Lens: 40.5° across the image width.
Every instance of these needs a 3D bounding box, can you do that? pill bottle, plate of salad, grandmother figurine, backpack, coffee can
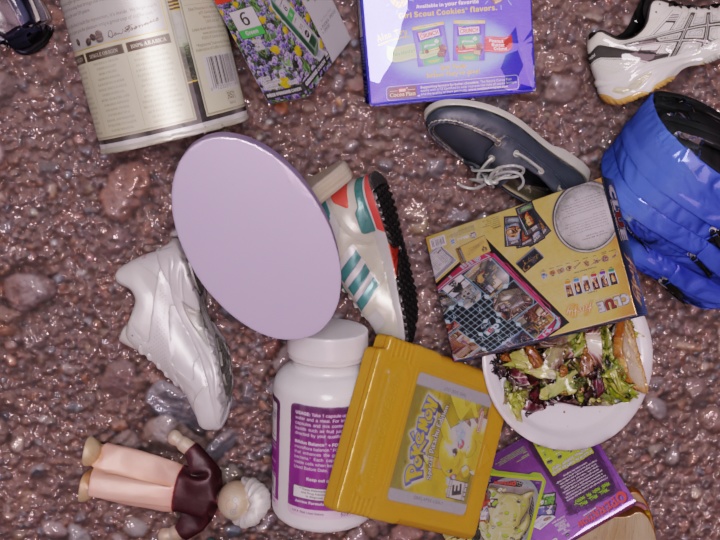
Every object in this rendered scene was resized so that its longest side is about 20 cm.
[{"bbox_3d":[-0.036,0.156,1.010,0.111,0.112,0.201,1,103,-6],"label":"pill bottle"},{"bbox_3d":[0.227,0.092,1.043,0.199,0.048,0.202,0,89,-13],"label":"plate of salad"},{"bbox_3d":[-0.192,0.232,1.025,0.199,0.061,0.122,9,109,3],"label":"grandmother figurine"},{"bbox_3d":[0.334,-0.068,0.984,0.199,0.163,0.168,32,116,-13],"label":"backpack"},{"bbox_3d":[-0.196,-0.222,0.904,0.145,0.146,0.201,-13,102,-3],"label":"coffee can"}]

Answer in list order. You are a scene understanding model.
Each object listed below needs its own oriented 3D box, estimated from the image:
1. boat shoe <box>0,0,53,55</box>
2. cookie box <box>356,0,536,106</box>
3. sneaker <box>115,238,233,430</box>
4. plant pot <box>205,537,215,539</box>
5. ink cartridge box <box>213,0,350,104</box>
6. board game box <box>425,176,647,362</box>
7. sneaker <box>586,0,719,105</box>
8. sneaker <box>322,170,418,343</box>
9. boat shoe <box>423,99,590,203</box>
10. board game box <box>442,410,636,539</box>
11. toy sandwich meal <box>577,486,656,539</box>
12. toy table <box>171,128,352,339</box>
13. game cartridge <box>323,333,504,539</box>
[{"bbox_3d":[-0.362,-0.293,0.899,0.075,0.093,0.200,-37,103,2],"label":"boat shoe"},{"bbox_3d":[0.080,-0.271,0.960,0.170,0.075,0.201,-5,102,-4],"label":"cookie box"},{"bbox_3d":[-0.194,0.073,1.006,0.099,0.078,0.201,-17,93,4],"label":"sneaker"},{"bbox_3d":[-0.134,0.388,1.013,0.188,0.200,0.200,42,94,3],"label":"plant pot"},{"bbox_3d":[-0.087,-0.268,0.896,0.050,0.109,0.201,-5,128,33],"label":"ink cartridge box"},{"bbox_3d":[0.169,0.003,0.969,0.199,0.035,0.136,-18,79,32],"label":"board game box"},{"bbox_3d":[0.324,-0.247,0.992,0.199,0.076,0.088,-27,101,-2],"label":"sneaker"},{"bbox_3d":[0.000,0.000,1.018,0.093,0.070,0.201,-8,107,17],"label":"sneaker"},{"bbox_3d":[0.147,-0.107,0.985,0.199,0.075,0.062,26,66,-28],"label":"boat shoe"},{"bbox_3d":[0.182,0.251,1.064,0.199,0.032,0.120,-29,61,1],"label":"board game box"},{"bbox_3d":[0.235,0.321,1.094,0.204,0.070,0.207,-1,101,-6],"label":"toy sandwich meal"},{"bbox_3d":[-0.090,-0.044,0.912,0.183,0.117,0.201,-17,108,4],"label":"toy table"},{"bbox_3d":[0.065,0.173,0.998,0.199,0.032,0.177,23,79,-40],"label":"game cartridge"}]
